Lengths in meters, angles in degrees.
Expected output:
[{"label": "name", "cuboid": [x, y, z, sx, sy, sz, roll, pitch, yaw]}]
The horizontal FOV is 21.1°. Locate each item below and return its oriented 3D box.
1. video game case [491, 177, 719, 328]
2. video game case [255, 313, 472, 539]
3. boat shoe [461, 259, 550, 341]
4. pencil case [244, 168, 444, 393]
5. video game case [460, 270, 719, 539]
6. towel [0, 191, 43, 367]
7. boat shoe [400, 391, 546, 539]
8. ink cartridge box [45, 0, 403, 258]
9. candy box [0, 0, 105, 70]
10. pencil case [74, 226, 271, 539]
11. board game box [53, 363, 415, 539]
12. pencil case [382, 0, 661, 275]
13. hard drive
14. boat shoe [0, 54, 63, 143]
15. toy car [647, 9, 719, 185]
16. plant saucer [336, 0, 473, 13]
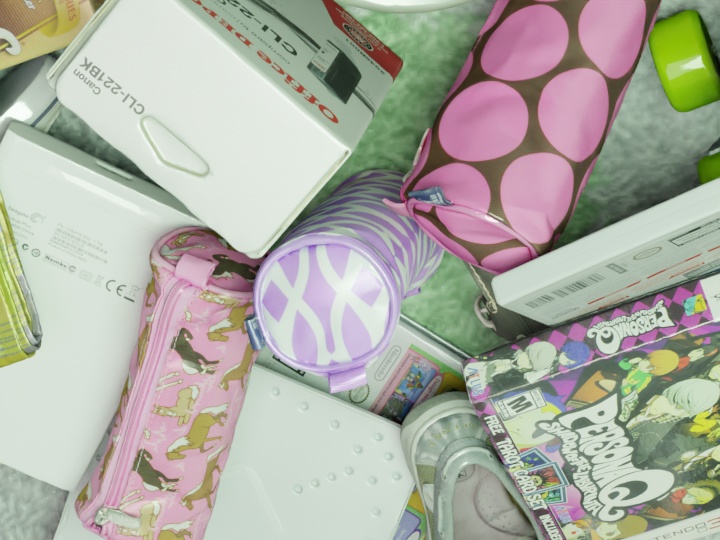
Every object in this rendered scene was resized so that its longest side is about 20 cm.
[{"label": "video game case", "cuboid": [0.177, 0.005, 1.061, 0.143, 0.200, 0.018, -25, 67, 24]}, {"label": "video game case", "cuboid": [-0.003, 0.121, 1.222, 0.182, 0.022, 0.200, 32, 111, -2]}, {"label": "boat shoe", "cuboid": [0.112, 0.047, 1.151, 0.057, 0.067, 0.200, -42, 101, 16]}, {"label": "pencil case", "cuboid": [0.000, 0.000, 1.085, 0.084, 0.200, 0.086, -22, 100, 17]}, {"label": "video game case", "cuboid": [0.173, 0.089, 1.101, 0.181, 0.036, 0.200, -19, 137, 9]}, {"label": "towel", "cuboid": [-0.284, 0.004, 1.140, 0.200, 0.023, 0.144, -17, 95, 24]}, {"label": "boat shoe", "cuboid": [0.078, 0.163, 1.171, 0.074, 0.065, 0.202, -21, 127, -3]}, {"label": "ink cartridge box", "cuboid": [-0.067, -0.108, 1.055, 0.144, 0.200, 0.084, 40, 111, -6]}, {"label": "candy box", "cuboid": [-0.252, -0.167, 1.144, 0.200, 0.055, 0.116, -17, 104, 16]}, {"label": "pencil case", "cuboid": [-0.105, 0.071, 1.131, 0.083, 0.087, 0.200, 13, 115, -15]}, {"label": "board game box", "cuboid": [-0.080, 0.148, 1.217, 0.200, 0.026, 0.200, 23, 110, 4]}, {"label": "pencil case", "cuboid": [0.094, -0.101, 1.051, 0.094, 0.091, 0.200, 18, 72, 30]}, {"label": "hard drive", "cuboid": [-0.189, 0.025, 1.159, 0.132, 0.027, 0.200, 25, 110, -11]}, {"label": "boat shoe", "cuboid": [-0.231, -0.042, 1.178, 0.070, 0.071, 0.200, 37, 101, -24]}, {"label": "toy car", "cuboid": [0.241, -0.088, 1.003, 0.164, 0.200, 0.158, -20, 96, 16]}, {"label": "plant saucer", "cuboid": [0.022, -0.237, 1.020, 0.200, 0.050, 0.201, 1, 79, -6]}]
